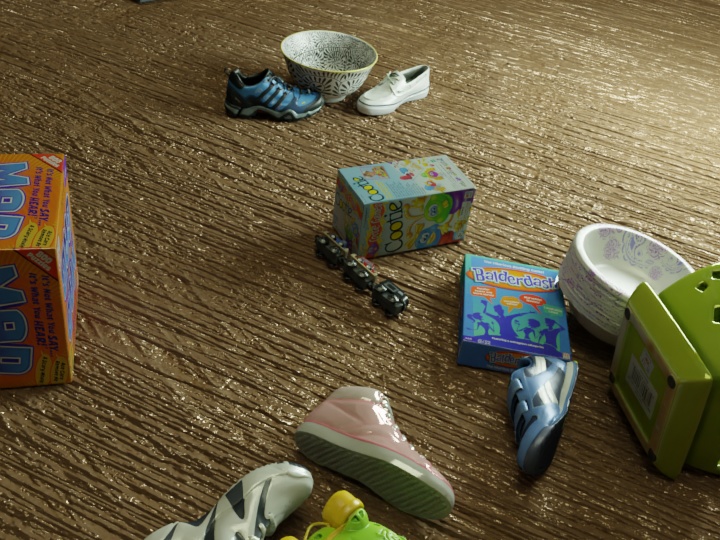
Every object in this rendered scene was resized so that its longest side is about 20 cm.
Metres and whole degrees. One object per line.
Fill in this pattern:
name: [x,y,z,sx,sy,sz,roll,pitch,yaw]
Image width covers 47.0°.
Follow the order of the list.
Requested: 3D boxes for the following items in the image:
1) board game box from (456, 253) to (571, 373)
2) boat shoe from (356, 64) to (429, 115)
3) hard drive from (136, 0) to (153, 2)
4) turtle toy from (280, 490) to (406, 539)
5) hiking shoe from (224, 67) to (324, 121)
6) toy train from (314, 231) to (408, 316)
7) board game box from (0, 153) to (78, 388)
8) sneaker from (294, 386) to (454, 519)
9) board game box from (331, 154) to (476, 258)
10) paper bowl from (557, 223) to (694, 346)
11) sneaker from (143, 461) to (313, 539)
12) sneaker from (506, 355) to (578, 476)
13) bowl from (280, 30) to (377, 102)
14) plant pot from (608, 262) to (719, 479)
board game box: [0.214,0.062,1.174,0.148,0.046,0.202,10,36,1]
boat shoe: [0.067,-0.379,1.702,0.073,0.068,0.198,31,43,28]
hard drive: [-0.540,-0.720,2.047,0.133,0.043,0.199,-22,47,-35]
turtle toy: [-0.021,0.310,0.756,0.145,0.103,0.198,34,44,28]
hiking shoe: [-0.163,-0.340,1.589,0.195,0.088,0.075,-3,38,-15]
toy train: [0.000,0.000,1.222,0.045,0.035,0.199,-19,46,-37]
board game box: [-0.452,-0.001,0.993,0.195,0.203,0.202,-3,38,-14]
sneaker: [0.031,0.194,0.939,0.197,0.077,0.105,21,44,23]
board game box: [0.066,-0.102,1.310,0.196,0.105,0.105,-10,40,-24]
paper bowl: [0.378,0.032,1.184,0.196,0.106,0.202,14,34,-9]
sneaker: [-0.107,0.280,0.799,0.196,0.081,0.130,-20,46,-32]
sneaker: [0.211,0.172,1.012,0.081,0.075,0.200,17,30,15]
bowl: [-0.067,-0.405,1.686,0.195,0.096,0.203,5,37,-4]
plant pot: [0.421,0.127,1.015,0.177,0.202,0.202,-6,39,-8]
